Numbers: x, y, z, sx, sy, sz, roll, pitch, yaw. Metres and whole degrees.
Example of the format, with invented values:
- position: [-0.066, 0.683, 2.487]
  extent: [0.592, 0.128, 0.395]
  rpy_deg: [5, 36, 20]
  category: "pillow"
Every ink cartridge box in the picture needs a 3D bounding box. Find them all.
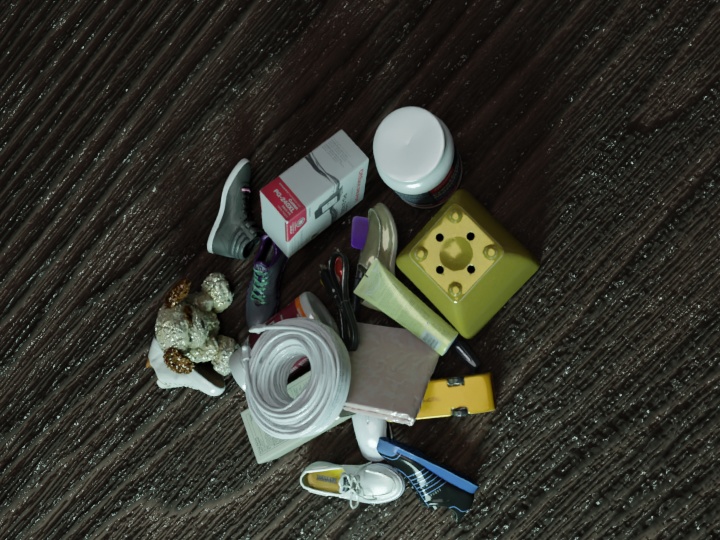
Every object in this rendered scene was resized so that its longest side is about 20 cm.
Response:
- position: [-0.082, -0.139, 1.199]
  extent: [0.199, 0.146, 0.083]
  rpy_deg: [-39, 75, -19]
  category: "ink cartridge box"

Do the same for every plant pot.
- position: [0.175, -0.019, 1.122]
  extent: [0.196, 0.200, 0.194]
  rpy_deg: [-46, 75, 6]
  category: "plant pot"

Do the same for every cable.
- position: [-0.026, 0.047, 1.214]
  extent: [0.098, 0.049, 0.203]
  rpy_deg: [-52, 51, 35]
  category: "cable"
- position: [-0.108, 0.180, 1.102]
  extent: [0.196, 0.069, 0.205]
  rpy_deg: [-14, 65, 26]
  category: "cable"

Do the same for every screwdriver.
- position: [0.150, 0.102, 1.204]
  extent: [0.201, 0.028, 0.029]
  rpy_deg: [52, 128, 11]
  category: "screwdriver"

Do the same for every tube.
- position: [0.083, 0.068, 1.164]
  extent: [0.198, 0.052, 0.058]
  rpy_deg: [38, 66, 11]
  category: "tube"

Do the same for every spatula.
- position: [0.000, 0.000, 1.260]
  extent: [0.055, 0.021, 0.206]
  rpy_deg: [7, 91, -8]
  category: "spatula"

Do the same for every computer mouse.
- position: [0.017, 0.253, 1.222]
  extent: [0.107, 0.044, 0.206]
  rpy_deg: [-11, 82, 14]
  category: "computer mouse"

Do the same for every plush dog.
- position: [-0.335, 0.108, 1.267]
  extent: [0.156, 0.172, 0.206]
  rpy_deg: [-8, 83, 13]
  category: "plush dog"

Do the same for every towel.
- position: [0.035, 0.176, 1.156]
  extent: [0.186, 0.201, 0.033]
  rpy_deg: [6, 130, 21]
  category: "towel"

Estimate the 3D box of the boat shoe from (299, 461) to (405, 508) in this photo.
- position: [-0.019, 0.387, 1.197]
  extent: [0.196, 0.086, 0.077]
  rpy_deg: [4, 86, 16]
  category: "boat shoe"

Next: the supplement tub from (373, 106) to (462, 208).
- position: [0.103, -0.196, 1.158]
  extent: [0.136, 0.200, 0.145]
  rpy_deg: [-1, 85, 15]
  category: "supplement tub"

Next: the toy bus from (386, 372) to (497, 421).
- position: [0.141, 0.226, 1.171]
  extent: [0.195, 0.078, 0.067]
  rpy_deg: [-10, 83, 15]
  category: "toy bus"

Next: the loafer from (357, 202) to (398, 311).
- position: [0.028, -0.023, 1.214]
  extent: [0.066, 0.075, 0.206]
  rpy_deg: [-3, 89, -19]
  category: "loafer"

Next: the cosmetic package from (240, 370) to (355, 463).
- position: [-0.117, 0.267, 1.225]
  extent: [0.198, 0.073, 0.105]
  rpy_deg: [-32, 71, 21]
  category: "cosmetic package"

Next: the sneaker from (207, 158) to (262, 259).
- position: [-0.231, -0.115, 1.317]
  extent: [0.097, 0.071, 0.205]
  rpy_deg: [21, 97, 15]
  category: "sneaker"

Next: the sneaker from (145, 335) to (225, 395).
- position: [-0.354, 0.214, 1.322]
  extent: [0.197, 0.072, 0.086]
  rpy_deg: [28, 96, 27]
  category: "sneaker"

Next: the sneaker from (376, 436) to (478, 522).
- position: [0.108, 0.370, 1.164]
  extent: [0.196, 0.070, 0.079]
  rpy_deg: [26, 88, 8]
  category: "sneaker"

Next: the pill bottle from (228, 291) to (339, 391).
- position: [-0.146, 0.143, 1.242]
  extent: [0.198, 0.114, 0.115]
  rpy_deg: [-37, 76, 9]
  category: "pill bottle"

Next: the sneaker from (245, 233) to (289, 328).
- position: [-0.196, 0.019, 1.281]
  extent: [0.073, 0.087, 0.205]
  rpy_deg: [13, 88, 16]
  category: "sneaker"
